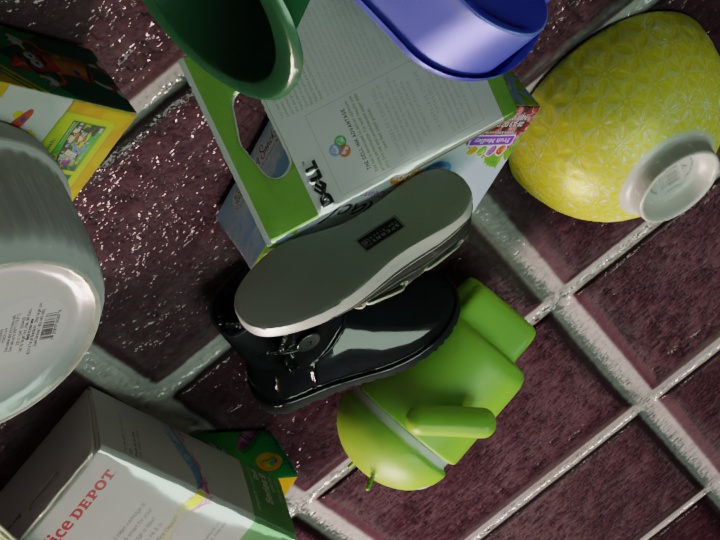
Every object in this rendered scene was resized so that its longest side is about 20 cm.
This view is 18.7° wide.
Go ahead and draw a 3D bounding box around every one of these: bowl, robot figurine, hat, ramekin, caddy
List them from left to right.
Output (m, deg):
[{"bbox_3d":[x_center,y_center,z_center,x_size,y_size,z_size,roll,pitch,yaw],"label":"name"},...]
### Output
[{"bbox_3d":[-0.253,0.014,1.349,0.200,0.105,0.200,-25,147,-18],"label":"ramekin"},{"bbox_3d":[-0.037,-0.228,1.358,0.176,0.166,0.200,-42,175,-22],"label":"hat"},{"bbox_3d":[0.060,0.104,1.889,0.200,0.116,0.175,-50,-167,0],"label":"robot figurine"},{"bbox_3d":[0.052,-0.216,1.404,0.141,0.200,0.105,-53,-164,-31],"label":"caddy"},{"bbox_3d":[0.233,-0.104,1.805,0.200,0.108,0.200,-25,148,-17],"label":"bowl"}]

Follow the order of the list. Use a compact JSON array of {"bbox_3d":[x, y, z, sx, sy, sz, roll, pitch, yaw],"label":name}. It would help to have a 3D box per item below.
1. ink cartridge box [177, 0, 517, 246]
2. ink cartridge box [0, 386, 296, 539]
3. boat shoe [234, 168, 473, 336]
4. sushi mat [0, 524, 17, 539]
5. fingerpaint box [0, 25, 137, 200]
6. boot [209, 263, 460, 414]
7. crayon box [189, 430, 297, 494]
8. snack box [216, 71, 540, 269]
[{"bbox_3d":[-0.016,-0.130,1.489,0.200,0.076,0.148,-28,107,-11],"label":"ink cartridge box"},{"bbox_3d":[-0.177,0.204,1.770,0.200,0.088,0.145,28,113,-30],"label":"ink cartridge box"},{"bbox_3d":[0.000,0.000,1.625,0.200,0.071,0.064,-28,148,-12],"label":"boat shoe"},{"bbox_3d":[-0.271,0.277,1.734,0.096,0.012,0.200,-36,125,4],"label":"sushi mat"},{"bbox_3d":[-0.270,-0.063,1.402,0.167,0.073,0.200,9,127,-50],"label":"fingerpaint box"},{"bbox_3d":[-0.016,0.030,1.768,0.200,0.076,0.168,-26,152,-5],"label":"boot"},{"bbox_3d":[-0.156,0.229,1.917,0.119,0.058,0.200,1,133,-45],"label":"crayon box"},{"bbox_3d":[0.014,-0.083,1.658,0.200,0.068,0.169,-1,135,-41],"label":"snack box"}]
